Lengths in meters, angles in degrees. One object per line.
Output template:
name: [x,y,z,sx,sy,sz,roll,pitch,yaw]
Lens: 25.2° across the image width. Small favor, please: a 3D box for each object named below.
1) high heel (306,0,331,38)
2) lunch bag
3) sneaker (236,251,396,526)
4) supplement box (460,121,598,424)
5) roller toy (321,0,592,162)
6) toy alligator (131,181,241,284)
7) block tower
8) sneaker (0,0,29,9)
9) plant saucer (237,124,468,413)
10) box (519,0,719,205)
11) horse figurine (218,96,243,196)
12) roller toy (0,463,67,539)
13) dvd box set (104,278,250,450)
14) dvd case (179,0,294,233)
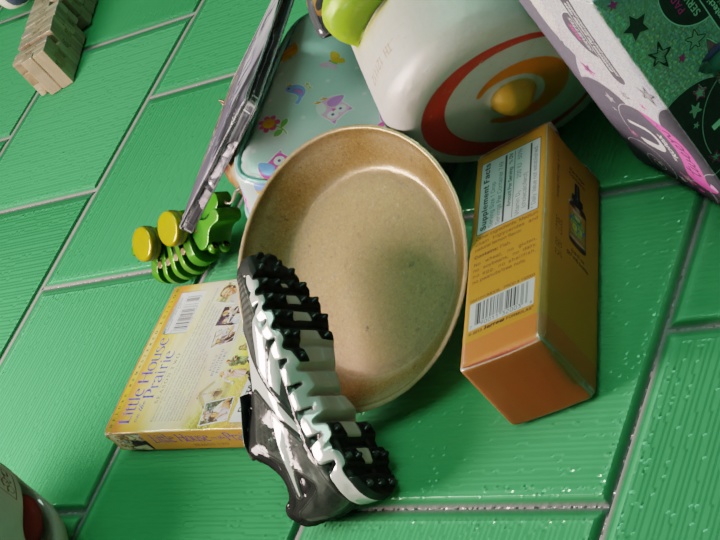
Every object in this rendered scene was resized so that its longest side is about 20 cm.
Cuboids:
high heel: [0.055,-0.203,1.256,0.071,0.198,0.144,-42,25,61]
lunch bag: [-0.009,-0.115,1.263,0.158,0.078,0.201,6,52,19]
sneaker: [-0.053,0.085,1.093,0.090,0.066,0.201,-39,64,27]
supplement box: [0.114,-0.002,1.059,0.068,0.067,0.201,-24,37,32]
roller toy: [0.089,-0.170,1.133,0.198,0.183,0.141,-26,64,8]
toy alligator: [-0.133,-0.028,1.359,0.199,0.059,0.055,-25,77,46]
block tower: [-0.359,-0.292,1.912,0.054,0.058,0.201,-25,36,25]
sneaker: [-0.417,-0.428,2.109,0.084,0.075,0.201,-16,41,42]
plant saucer: [0.000,0.000,1.130,0.198,0.035,0.203,-6,80,36]
box: [0.197,-0.150,1.008,0.115,0.200,0.132,-46,33,-1]
horse figurine: [-0.061,-0.095,1.364,0.199,0.050,0.133,16,71,46]
roller toy: [-0.324,0.219,1.208,0.181,0.140,0.201,-9,46,41]
dvd box set: [-0.099,0.070,1.242,0.198,0.029,0.147,-8,48,42]
dvd case: [-0.094,-0.146,1.300,0.201,0.016,0.149,-76,14,-46]
